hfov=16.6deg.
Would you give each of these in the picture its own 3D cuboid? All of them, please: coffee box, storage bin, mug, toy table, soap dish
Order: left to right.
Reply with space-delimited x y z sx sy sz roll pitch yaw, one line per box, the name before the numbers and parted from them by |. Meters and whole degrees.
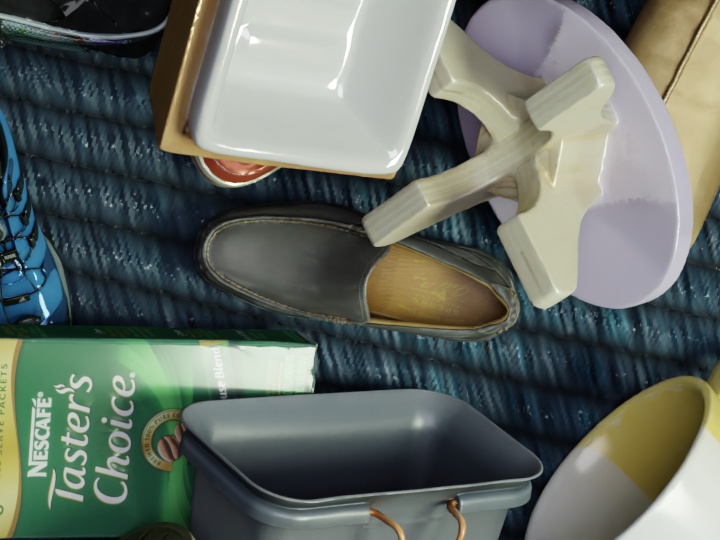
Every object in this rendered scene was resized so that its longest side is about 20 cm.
coffee box | -0.129 0.095 1.443 0.199 0.044 0.124 3 100 -20
soap dish | -0.025 -0.156 1.340 0.157 0.081 0.201 5 109 -35
storage bin | -0.005 0.160 1.416 0.199 0.145 0.135 -3 114 -35
toy table | 0.099 -0.068 1.419 0.184 0.117 0.200 -47 70 31
mug | 0.215 0.155 1.467 0.153 0.149 0.187 43 94 -14

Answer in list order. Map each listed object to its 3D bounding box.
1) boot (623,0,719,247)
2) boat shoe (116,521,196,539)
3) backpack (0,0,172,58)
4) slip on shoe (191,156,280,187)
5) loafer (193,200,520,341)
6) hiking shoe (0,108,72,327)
boot | 0.163 -0.134 1.482 0.174 0.066 0.201 26 94 0
boat shoe | -0.139 0.199 1.415 0.069 0.200 0.075 54 51 -11
backpack | -0.200 -0.215 1.392 0.199 0.150 0.179 6 86 -17
slip on shoe | -0.023 -0.128 1.463 0.200 0.061 0.074 -42 98 -1
loafer | 0.000 0.000 1.466 0.199 0.072 0.073 7 93 -6
hiking shoe | -0.223 -0.030 1.432 0.074 0.087 0.201 -21 95 -5
